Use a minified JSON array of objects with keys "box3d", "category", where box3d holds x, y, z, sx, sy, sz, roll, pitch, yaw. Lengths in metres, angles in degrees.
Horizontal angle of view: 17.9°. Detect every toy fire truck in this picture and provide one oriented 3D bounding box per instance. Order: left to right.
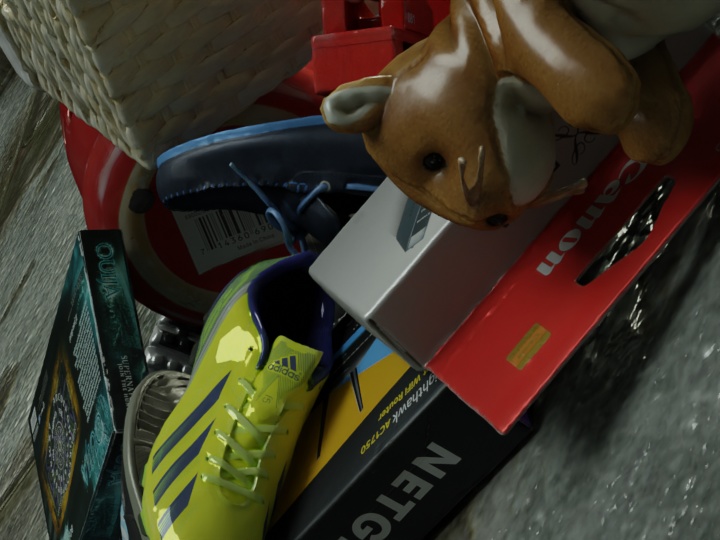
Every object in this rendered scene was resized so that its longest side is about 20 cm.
[{"box3d":[0.008,-0.152,1.147,0.200,0.048,0.142,0,-94,-70],"category":"toy fire truck"}]

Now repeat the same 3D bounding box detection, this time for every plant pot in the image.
[{"box3d":[-0.083,-0.081,1.384,0.201,0.199,0.183,-55,22,19],"category":"plant pot"}]

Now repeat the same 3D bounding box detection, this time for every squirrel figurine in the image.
[{"box3d":[0.063,-0.121,0.930,0.187,0.141,0.201,-44,67,30],"category":"squirrel figurine"}]

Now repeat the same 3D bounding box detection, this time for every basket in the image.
[{"box3d":[-0.111,-0.197,1.225,0.199,0.199,0.161,-35,41,-14],"category":"basket"}]

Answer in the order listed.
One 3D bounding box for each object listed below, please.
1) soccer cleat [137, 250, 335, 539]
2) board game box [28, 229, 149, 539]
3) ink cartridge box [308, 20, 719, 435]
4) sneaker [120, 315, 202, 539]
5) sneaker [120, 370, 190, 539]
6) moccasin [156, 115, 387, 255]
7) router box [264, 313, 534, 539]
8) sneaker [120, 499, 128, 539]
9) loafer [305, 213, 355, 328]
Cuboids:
[{"box3d":[-0.053,0.071,1.087,0.084,0.065,0.201,-35,31,39],"category":"soccer cleat"},{"box3d":[-0.159,0.089,1.333,0.201,0.028,0.136,114,148,-51],"category":"board game box"},{"box3d":[0.079,-0.041,0.991,0.200,0.045,0.176,-49,23,-2],"category":"ink cartridge box"},{"box3d":[-0.115,0.091,1.433,0.201,0.075,0.081,-68,9,-22],"category":"sneaker"},{"box3d":[-0.103,0.157,1.186,0.106,0.074,0.201,-50,41,44],"category":"sneaker"},{"box3d":[-0.013,-0.042,1.163,0.080,0.198,0.069,8,-104,-67],"category":"moccasin"},{"box3d":[0.009,0.074,1.099,0.200,0.051,0.150,-49,20,32],"category":"router box"},{"box3d":[-0.107,0.162,1.257,0.201,0.082,0.074,-64,16,-9],"category":"sneaker"},{"box3d":[0.000,0.000,1.217,0.201,0.072,0.073,-58,15,7],"category":"loafer"}]
